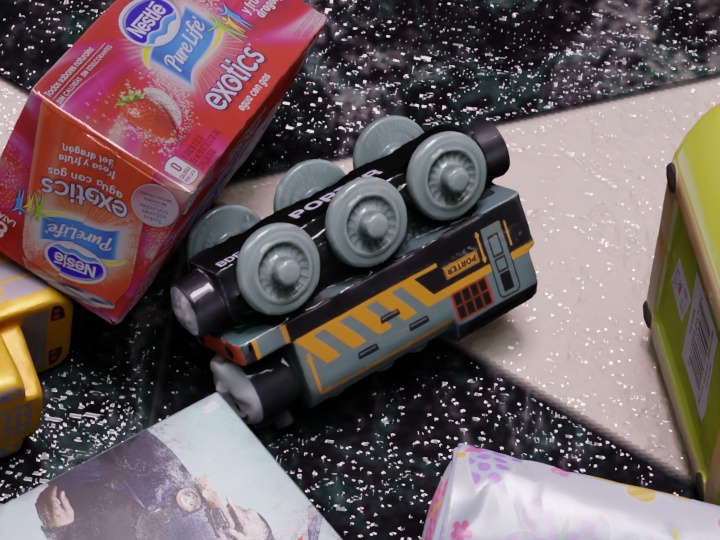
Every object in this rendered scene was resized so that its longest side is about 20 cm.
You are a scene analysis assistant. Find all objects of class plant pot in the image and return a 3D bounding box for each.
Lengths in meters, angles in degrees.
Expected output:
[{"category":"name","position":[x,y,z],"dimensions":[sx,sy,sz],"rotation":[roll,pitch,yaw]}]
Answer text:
[{"category":"plant pot","position":[0.250,0.025,1.272],"dimensions":[0.181,0.200,0.199],"rotation":[-8,55,-7]}]

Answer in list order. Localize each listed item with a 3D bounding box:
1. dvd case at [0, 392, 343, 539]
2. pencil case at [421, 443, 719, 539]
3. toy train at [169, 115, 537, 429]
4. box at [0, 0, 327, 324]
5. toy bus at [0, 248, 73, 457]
[{"category":"dvd case","position":[-0.069,0.159,1.201],"dimensions":[0.146,0.022,0.200],"rotation":[-27,59,-26]},{"category":"pencil case","position":[0.125,0.147,1.229],"dimensions":[0.200,0.083,0.091],"rotation":[14,89,2]},{"category":"toy train","position":[0.000,0.000,1.304],"dimensions":[0.200,0.114,0.085],"rotation":[-29,23,-22]},{"category":"box","position":[-0.107,-0.078,1.310],"dimensions":[0.095,0.100,0.200],"rotation":[32,37,0]},{"category":"toy bus","position":[-0.206,-0.002,1.302],"dimensions":[0.078,0.065,0.200],"rotation":[-18,58,-23]}]
